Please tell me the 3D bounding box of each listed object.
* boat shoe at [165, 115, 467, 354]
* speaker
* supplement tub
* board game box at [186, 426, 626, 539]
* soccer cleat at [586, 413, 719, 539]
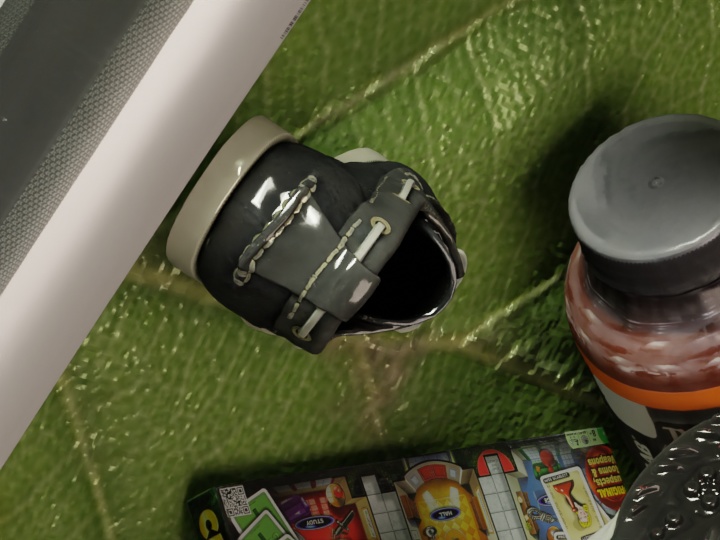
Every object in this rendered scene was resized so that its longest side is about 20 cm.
[{"bbox_3d":[0.000,0.000,0.882,0.072,0.068,0.200,-62,165,4],"label":"boat shoe"},{"bbox_3d":[-0.093,-0.031,0.791,0.081,0.081,0.200,27,99,-48],"label":"speaker"},{"bbox_3d":[0.142,0.031,1.046,0.107,0.107,0.200,-45,136,-15],"label":"supplement tub"},{"bbox_3d":[0.033,0.119,1.006,0.200,0.023,0.105,-6,74,-42],"label":"board game box"},{"bbox_3d":[0.082,0.130,0.965,0.200,0.068,0.073,-34,139,-21],"label":"soccer cleat"}]
